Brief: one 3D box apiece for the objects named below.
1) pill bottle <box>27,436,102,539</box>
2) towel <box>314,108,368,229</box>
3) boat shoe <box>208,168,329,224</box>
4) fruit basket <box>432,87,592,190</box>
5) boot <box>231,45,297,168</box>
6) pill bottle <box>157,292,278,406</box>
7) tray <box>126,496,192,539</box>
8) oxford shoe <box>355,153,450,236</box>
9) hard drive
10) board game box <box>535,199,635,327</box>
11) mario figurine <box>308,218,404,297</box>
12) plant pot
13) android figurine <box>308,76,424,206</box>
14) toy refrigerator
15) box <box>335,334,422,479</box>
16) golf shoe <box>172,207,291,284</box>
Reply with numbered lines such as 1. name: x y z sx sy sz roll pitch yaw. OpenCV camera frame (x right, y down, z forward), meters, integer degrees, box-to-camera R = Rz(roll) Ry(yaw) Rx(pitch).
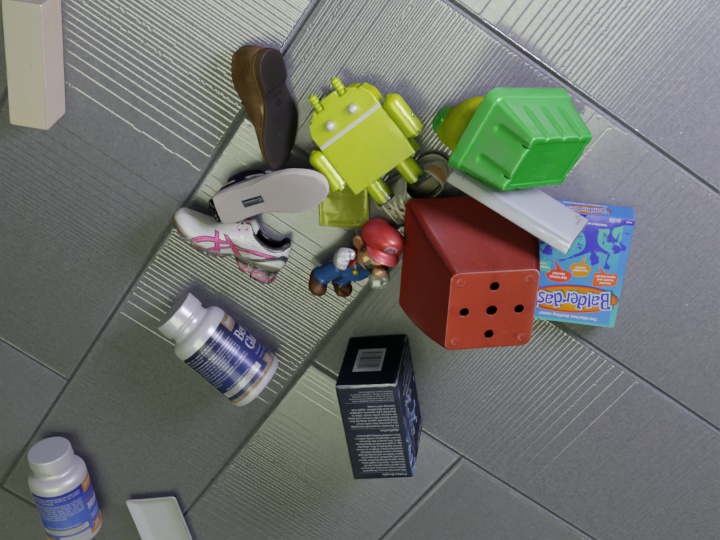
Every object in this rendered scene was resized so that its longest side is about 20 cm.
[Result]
1. pill bottle: -0.575 0.424 2.102 0.112 0.112 0.200 -1 120 10
2. towel: -0.029 -0.160 1.704 0.086 0.018 0.200 6 115 16
3. boat shoe: -0.137 -0.133 1.711 0.200 0.093 0.075 -8 119 18
4. fruit basket: 0.202 -0.208 1.583 0.215 0.216 0.156 26 121 -6
5. boot: -0.150 -0.253 1.675 0.075 0.074 0.200 20 132 33
6. pill bottle: -0.248 0.132 1.876 0.200 0.111 0.111 43 118 -15
7. tray: -0.388 0.527 2.181 0.107 0.022 0.200 -8 118 13
8. oxford shoe: 0.061 -0.107 1.717 0.075 0.058 0.200 40 120 -17
9. hard drive: 0.236 -0.102 1.614 0.200 0.132 0.027 33 117 10
10. board game box: 0.343 -0.010 1.731 0.152 0.045 0.200 6 121 6
11. mario figurine: 0.000 0.000 1.728 0.106 0.123 0.200 50 138 -3
12. plant pot: 0.179 0.015 1.667 0.200 0.176 0.200 -3 122 -10
13. android figurine: 0.003 -0.198 1.646 0.182 0.041 0.200 -32 101 26
14. toy refrigerator: -0.503 -0.326 1.675 0.070 0.076 0.200 9 122 4
15. box: 0.035 0.235 1.866 0.107 0.148 0.200 -3 120 12
16. golf shoe: -0.209 -0.060 1.785 0.200 0.073 0.092 27 115 -18
